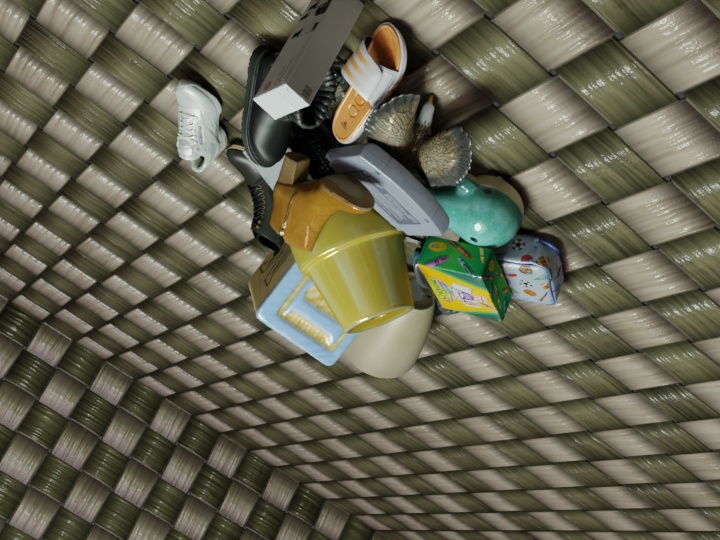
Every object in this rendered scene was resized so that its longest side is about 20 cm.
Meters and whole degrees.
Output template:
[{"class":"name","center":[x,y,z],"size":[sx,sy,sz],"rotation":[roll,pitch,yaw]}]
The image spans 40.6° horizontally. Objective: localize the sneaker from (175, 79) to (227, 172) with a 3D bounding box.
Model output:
[{"class":"sneaker","center":[-0.296,-0.259,1.766],"size":[0.075,0.100,0.200],"rotation":[18,150,20]}]

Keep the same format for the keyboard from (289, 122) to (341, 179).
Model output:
[{"class":"keyboard","center":[-0.069,-0.190,1.701],"size":[0.104,0.040,0.200],"rotation":[-17,113,51]}]

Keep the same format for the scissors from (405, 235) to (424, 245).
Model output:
[{"class":"scissors","center":[0.072,-0.070,1.875],"size":[0.200,0.014,0.073],"rotation":[13,149,25]}]

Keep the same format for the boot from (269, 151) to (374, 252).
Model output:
[{"class":"boot","center":[-0.064,-0.089,1.550],"size":[0.201,0.071,0.144],"rotation":[33,125,33]}]

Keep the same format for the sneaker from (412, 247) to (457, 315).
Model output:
[{"class":"sneaker","center":[0.167,0.014,1.900],"size":[0.082,0.073,0.200],"rotation":[-11,144,28]}]

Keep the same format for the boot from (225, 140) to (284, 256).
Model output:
[{"class":"boot","center":[-0.195,-0.137,1.849],"size":[0.200,0.138,0.077],"rotation":[38,151,-20]}]

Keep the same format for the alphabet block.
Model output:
[{"class":"alphabet block","center":[-0.087,0.034,1.914],"size":[0.195,0.196,0.200],"rotation":[38,-173,-20]}]

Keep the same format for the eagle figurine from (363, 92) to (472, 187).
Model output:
[{"class":"eagle figurine","center":[0.087,-0.199,1.496],"size":[0.151,0.200,0.151],"rotation":[-13,100,5]}]

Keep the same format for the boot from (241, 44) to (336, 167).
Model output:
[{"class":"boot","center":[-0.114,-0.243,1.540],"size":[0.158,0.079,0.211],"rotation":[30,130,39]}]

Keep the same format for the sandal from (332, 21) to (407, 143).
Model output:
[{"class":"sandal","center":[0.000,-0.269,1.441],"size":[0.079,0.059,0.207],"rotation":[51,129,26]}]

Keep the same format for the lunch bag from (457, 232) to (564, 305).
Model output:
[{"class":"lunch bag","center":[0.265,-0.007,1.759],"size":[0.200,0.076,0.160],"rotation":[13,155,25]}]

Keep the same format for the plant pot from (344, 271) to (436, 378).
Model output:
[{"class":"plant pot","center":[0.073,0.094,2.010],"size":[0.187,0.187,0.200],"rotation":[28,140,-4]}]

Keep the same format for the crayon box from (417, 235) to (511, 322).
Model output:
[{"class":"crayon box","center":[0.185,0.017,1.700],"size":[0.119,0.058,0.200],"rotation":[14,161,25]}]

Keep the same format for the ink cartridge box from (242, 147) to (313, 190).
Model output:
[{"class":"ink cartridge box","center":[-0.113,-0.170,1.745],"size":[0.162,0.050,0.200],"rotation":[52,158,-23]}]

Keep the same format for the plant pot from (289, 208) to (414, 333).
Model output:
[{"class":"plant pot","center":[0.000,0.000,1.677],"size":[0.201,0.201,0.189],"rotation":[-40,68,60]}]

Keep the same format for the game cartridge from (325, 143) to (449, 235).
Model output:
[{"class":"game cartridge","center":[0.047,-0.127,1.539],"size":[0.200,0.041,0.133],"rotation":[42,165,-27]}]

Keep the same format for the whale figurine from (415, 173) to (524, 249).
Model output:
[{"class":"whale figurine","center":[0.172,-0.099,1.640],"size":[0.200,0.104,0.159],"rotation":[14,151,18]}]

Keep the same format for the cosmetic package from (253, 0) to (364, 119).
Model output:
[{"class":"cosmetic package","center":[-0.073,-0.310,1.376],"size":[0.051,0.200,0.082],"rotation":[39,149,-26]}]

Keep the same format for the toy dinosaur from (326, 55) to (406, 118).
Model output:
[{"class":"toy dinosaur","center":[-0.023,-0.300,1.529],"size":[0.088,0.048,0.200],"rotation":[37,146,-27]}]
